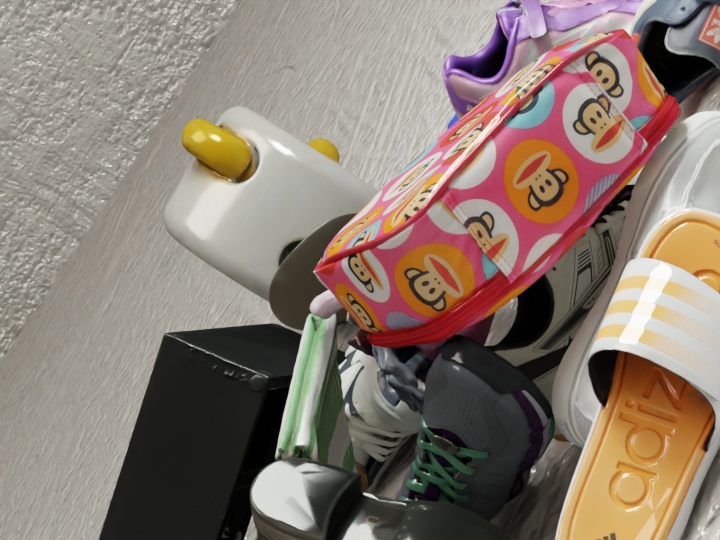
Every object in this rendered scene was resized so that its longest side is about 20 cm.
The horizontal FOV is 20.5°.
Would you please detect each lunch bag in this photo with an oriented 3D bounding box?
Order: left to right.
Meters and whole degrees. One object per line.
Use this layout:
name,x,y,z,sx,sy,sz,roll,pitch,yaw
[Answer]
lunch bag,0.067,-0.043,1.101,0.200,0.082,0.176,-43,10,-20

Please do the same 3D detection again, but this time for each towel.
towel,-0.015,0.143,1.231,0.153,0.023,0.201,-81,-18,-56

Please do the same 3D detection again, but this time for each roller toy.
roller toy,-0.065,-0.052,1.699,0.140,0.199,0.182,-58,-5,1

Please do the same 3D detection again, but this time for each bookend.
bookend,-0.099,0.151,1.520,0.198,0.091,0.202,0,-70,-69

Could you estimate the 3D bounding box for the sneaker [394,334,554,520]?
sneaker,0.056,0.111,1.093,0.088,0.074,0.200,-53,-19,-19

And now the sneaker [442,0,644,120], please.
sneaker,0.137,-0.155,1.343,0.199,0.089,0.081,-35,21,10

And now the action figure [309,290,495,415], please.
action figure,0.070,-0.012,1.239,0.201,0.148,0.134,-56,14,-10

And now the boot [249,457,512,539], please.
boot,0.014,0.199,1.116,0.069,0.199,0.175,-47,-27,-37

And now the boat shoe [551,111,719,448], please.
boat shoe,0.169,0.005,1.052,0.068,0.072,0.201,8,60,52

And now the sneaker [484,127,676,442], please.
sneaker,0.136,-0.006,1.135,0.201,0.087,0.076,-62,13,-14

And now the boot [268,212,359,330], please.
boot,0.000,0.000,1.360,0.186,0.065,0.200,-31,-3,-18

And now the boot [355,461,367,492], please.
boot,-0.044,0.205,1.378,0.076,0.073,0.201,-93,23,-43

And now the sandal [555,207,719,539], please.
sandal,0.145,0.062,0.969,0.208,0.079,0.059,-70,-25,-14

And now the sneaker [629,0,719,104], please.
sneaker,0.224,-0.169,1.191,0.200,0.074,0.085,121,171,-47

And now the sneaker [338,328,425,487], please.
sneaker,0.003,0.110,1.370,0.130,0.079,0.199,-59,14,7

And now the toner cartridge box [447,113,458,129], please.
toner cartridge box,0.110,-0.094,1.481,0.095,0.043,0.200,-52,16,24

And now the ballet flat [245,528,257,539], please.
ballet flat,-0.086,0.239,1.240,0.063,0.067,0.202,18,97,41
